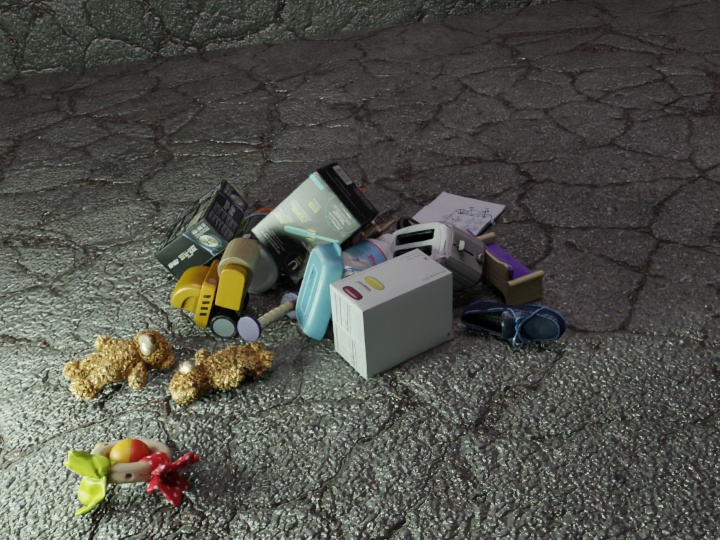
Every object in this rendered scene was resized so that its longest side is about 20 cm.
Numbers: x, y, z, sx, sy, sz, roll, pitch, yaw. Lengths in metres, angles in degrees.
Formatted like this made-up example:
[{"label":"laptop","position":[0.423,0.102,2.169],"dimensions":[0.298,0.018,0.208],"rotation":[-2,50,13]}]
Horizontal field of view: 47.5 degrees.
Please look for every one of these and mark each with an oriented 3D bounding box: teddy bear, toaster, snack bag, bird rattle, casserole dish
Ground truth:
[{"label":"teddy bear","position":[-0.449,0.168,1.519],"dimensions":[0.199,0.067,0.145],"rotation":[-12,34,-10]},{"label":"toaster","position":[0.143,-0.027,1.643],"dimensions":[0.200,0.129,0.114],"rotation":[-7,63,41]},{"label":"teddy bear","position":[-0.254,0.175,1.493],"dimensions":[0.199,0.067,0.145],"rotation":[-11,29,-9]},{"label":"snack bag","position":[0.232,-0.133,1.961],"dimensions":[0.188,0.021,0.200],"rotation":[16,37,32]},{"label":"bird rattle","position":[-0.356,0.298,1.283],"dimensions":[0.199,0.113,0.163],"rotation":[-10,15,-12]},{"label":"casserole dish","position":[-0.082,0.038,1.560],"dimensions":[0.039,0.201,0.121],"rotation":[9,24,-23]}]

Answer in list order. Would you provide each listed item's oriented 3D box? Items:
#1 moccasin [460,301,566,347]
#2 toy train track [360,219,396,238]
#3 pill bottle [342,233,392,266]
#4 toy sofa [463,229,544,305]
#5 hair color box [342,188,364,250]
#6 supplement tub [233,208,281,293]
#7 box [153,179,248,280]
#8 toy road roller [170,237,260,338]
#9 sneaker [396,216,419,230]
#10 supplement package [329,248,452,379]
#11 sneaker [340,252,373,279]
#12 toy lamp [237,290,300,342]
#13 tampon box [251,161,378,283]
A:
[{"label":"moccasin","position":[0.278,0.104,1.518],"dimensions":[0.199,0.081,0.068],"rotation":[2,15,37]},{"label":"toy train track","position":[0.022,-0.088,1.808],"dimensions":[0.115,0.033,0.200],"rotation":[-40,-4,4]},{"label":"pill bottle","position":[0.000,0.000,1.697],"dimensions":[0.200,0.109,0.109],"rotation":[-31,39,-34]},{"label":"toy sofa","position":[0.289,-0.017,1.686],"dimensions":[0.083,0.098,0.200],"rotation":[-16,32,-17]},{"label":"hair color box","position":[-0.032,-0.106,1.871],"dimensions":[0.061,0.102,0.200],"rotation":[5,28,7]},{"label":"supplement tub","position":[-0.221,-0.050,1.804],"dimensions":[0.122,0.123,0.200],"rotation":[-1,32,7]},{"label":"box","position":[-0.359,-0.094,1.865],"dimensions":[0.164,0.086,0.200],"rotation":[-33,23,22]},{"label":"toy road roller","position":[-0.290,0.025,1.622],"dimensions":[0.145,0.201,0.123],"rotation":[17,32,-5]},{"label":"sneaker","position":[0.144,-0.077,1.823],"dimensions":[0.071,0.083,0.200],"rotation":[-17,32,-18]},{"label":"supplement package","position":[0.060,0.077,1.510],"dimensions":[0.199,0.156,0.111],"rotation":[-22,38,-26]},{"label":"sneaker","position":[0.019,0.017,1.595],"dimensions":[0.075,0.200,0.087],"rotation":[-34,53,16]},{"label":"toy lamp","position":[-0.163,0.085,1.609],"dimensions":[0.058,0.058,0.200],"rotation":[12,22,27]},{"label":"tampon box","position":[-0.093,-0.101,1.704],"dimensions":[0.200,0.150,0.126],"rotation":[-39,0,24]}]
